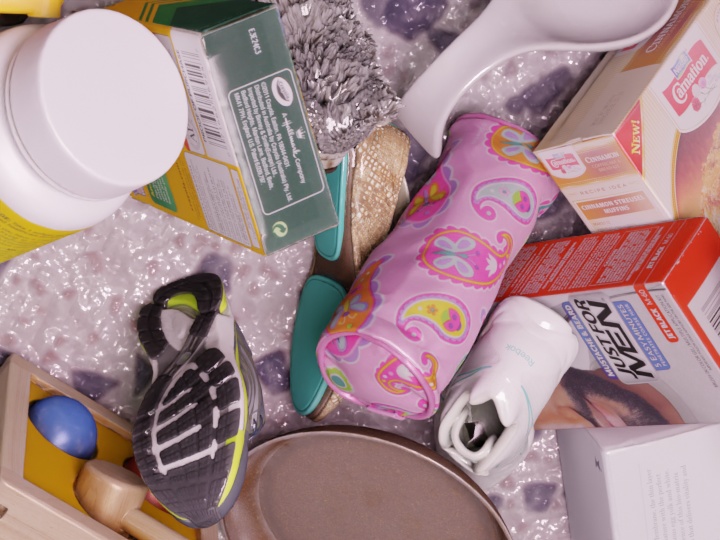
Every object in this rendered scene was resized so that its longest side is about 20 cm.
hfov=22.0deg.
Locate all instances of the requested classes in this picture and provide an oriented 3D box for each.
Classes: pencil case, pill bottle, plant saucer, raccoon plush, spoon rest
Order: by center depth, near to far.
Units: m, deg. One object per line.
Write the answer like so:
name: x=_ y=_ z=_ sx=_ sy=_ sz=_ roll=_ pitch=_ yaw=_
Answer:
pill bottle: x=-0.192 y=-0.068 z=1.019 sx=0.114 sy=0.199 sz=0.115 roll=15 pitch=68 yaw=-41
raccoon plush: x=-0.046 y=-0.155 z=1.069 sx=0.096 sy=0.134 sz=0.201 roll=-28 pitch=111 yaw=-4
pencil case: x=0.052 y=-0.004 z=1.120 sx=0.087 sy=0.087 sz=0.200 roll=47 pitch=54 yaw=-21
spoon rest: x=0.109 y=-0.150 z=1.127 sx=0.200 sy=0.061 sz=0.099 roll=-39 pitch=74 yaw=-12
plant saucer: x=0.008 y=0.167 z=1.187 sx=0.199 sy=0.032 sz=0.201 roll=11 pitch=133 yaw=12

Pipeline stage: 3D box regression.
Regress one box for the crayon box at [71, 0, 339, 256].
crayon box: x=-0.092 y=-0.091 z=1.055 sx=0.051 sy=0.200 sz=0.126 roll=-24 pitch=111 yaw=-22

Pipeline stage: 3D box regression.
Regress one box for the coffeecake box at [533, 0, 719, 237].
coffeecake box: x=0.221 y=-0.053 z=1.161 sx=0.200 sy=0.073 sz=0.154 roll=51 pitch=57 yaw=-21

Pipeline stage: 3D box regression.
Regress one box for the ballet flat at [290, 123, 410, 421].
ballet flat: x=0.000 y=0.000 z=1.167 sx=0.065 sy=0.070 sz=0.201 roll=-3 pitch=112 yaw=-30

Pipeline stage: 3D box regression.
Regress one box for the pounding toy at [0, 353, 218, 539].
pounding toy: x=-0.150 y=0.160 z=1.095 sx=0.184 sy=0.200 sz=0.142 roll=34 pitch=105 yaw=-20

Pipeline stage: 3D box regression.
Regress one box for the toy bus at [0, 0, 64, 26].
toy bus: x=-0.244 y=-0.193 z=0.984 sx=0.199 sy=0.192 sz=0.137 roll=4 pitch=107 yaw=-13

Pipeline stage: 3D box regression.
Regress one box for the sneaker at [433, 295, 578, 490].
sneaker: x=0.073 y=0.094 z=1.156 sx=0.070 sy=0.201 sz=0.080 roll=30 pitch=59 yaw=9

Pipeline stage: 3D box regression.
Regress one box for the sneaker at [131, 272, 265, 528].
sneaker: x=-0.086 y=0.084 z=1.106 sx=0.074 sy=0.200 sz=0.081 roll=-24 pitch=123 yaw=13

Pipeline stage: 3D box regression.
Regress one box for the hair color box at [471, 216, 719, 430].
hair color box: x=0.150 y=0.038 z=1.141 sx=0.111 sy=0.199 sz=0.064 roll=53 pitch=57 yaw=-21

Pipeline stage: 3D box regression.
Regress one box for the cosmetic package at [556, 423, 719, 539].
cosmetic package: x=0.247 y=0.165 z=1.241 sx=0.199 sy=0.123 sz=0.201 roll=-13 pitch=109 yaw=-10
